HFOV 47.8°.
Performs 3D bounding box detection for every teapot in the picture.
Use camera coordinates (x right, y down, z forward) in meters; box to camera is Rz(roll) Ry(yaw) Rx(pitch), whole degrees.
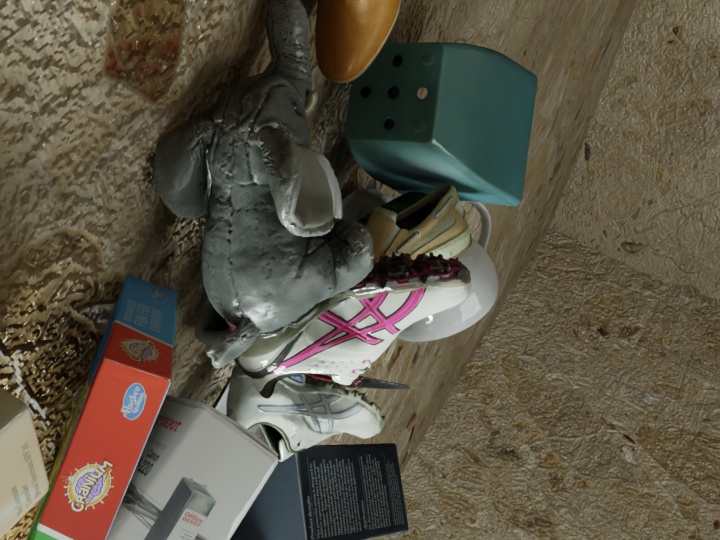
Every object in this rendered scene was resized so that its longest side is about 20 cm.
[{"bbox_3d":[0.099,-0.005,1.173,0.200,0.197,0.146,-78,148,-63],"label":"teapot"}]

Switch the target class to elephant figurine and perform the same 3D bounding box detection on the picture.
[{"bbox_3d":[-0.074,-0.068,0.575,0.141,0.155,0.200,-18,128,-9],"label":"elephant figurine"}]

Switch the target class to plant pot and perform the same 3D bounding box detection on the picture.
[{"bbox_3d":[0.074,-0.153,0.804,0.200,0.141,0.142,9,89,-63],"label":"plant pot"}]

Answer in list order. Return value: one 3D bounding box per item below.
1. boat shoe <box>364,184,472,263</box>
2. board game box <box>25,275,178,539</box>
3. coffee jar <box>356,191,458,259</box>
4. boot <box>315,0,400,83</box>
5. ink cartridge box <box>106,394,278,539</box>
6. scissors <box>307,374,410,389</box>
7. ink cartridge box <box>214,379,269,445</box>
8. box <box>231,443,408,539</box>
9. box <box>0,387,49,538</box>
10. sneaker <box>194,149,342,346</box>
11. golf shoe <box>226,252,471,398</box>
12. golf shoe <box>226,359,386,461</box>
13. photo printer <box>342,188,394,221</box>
[{"bbox_3d":[0.020,-0.023,0.749,0.200,0.072,0.076,-33,122,-35],"label":"boat shoe"},{"bbox_3d":[-0.177,0.120,0.542,0.201,0.040,0.153,-66,-163,11],"label":"board game box"},{"bbox_3d":[0.000,0.000,0.833,0.200,0.085,0.105,-26,114,-26],"label":"coffee jar"},{"bbox_3d":[-0.018,-0.236,0.565,0.144,0.071,0.202,-13,126,-63],"label":"boot"},{"bbox_3d":[-0.170,0.204,0.649,0.200,0.085,0.146,-55,-161,-20],"label":"ink cartridge box"},{"bbox_3d":[-0.017,0.130,0.926,0.200,0.014,0.073,34,89,-46],"label":"scissors"},{"bbox_3d":[-0.093,0.152,0.956,0.115,0.068,0.200,-60,164,-9],"label":"ink cartridge box"},{"bbox_3d":[-0.062,0.265,0.938,0.200,0.148,0.107,15,61,-53],"label":"box"},{"bbox_3d":[-0.254,0.137,0.384,0.200,0.078,0.095,-50,161,-39],"label":"box"},{"bbox_3d":[-0.082,-0.011,0.705,0.099,0.078,0.201,-9,124,-67],"label":"sneaker"},{"bbox_3d":[-0.004,0.042,0.663,0.073,0.199,0.092,-101,177,-73],"label":"golf shoe"},{"bbox_3d":[-0.059,0.149,0.823,0.200,0.078,0.098,31,67,-36],"label":"golf shoe"},{"bbox_3d":[-0.011,0.003,0.964,0.200,0.069,0.166,-61,164,-5],"label":"photo printer"}]
